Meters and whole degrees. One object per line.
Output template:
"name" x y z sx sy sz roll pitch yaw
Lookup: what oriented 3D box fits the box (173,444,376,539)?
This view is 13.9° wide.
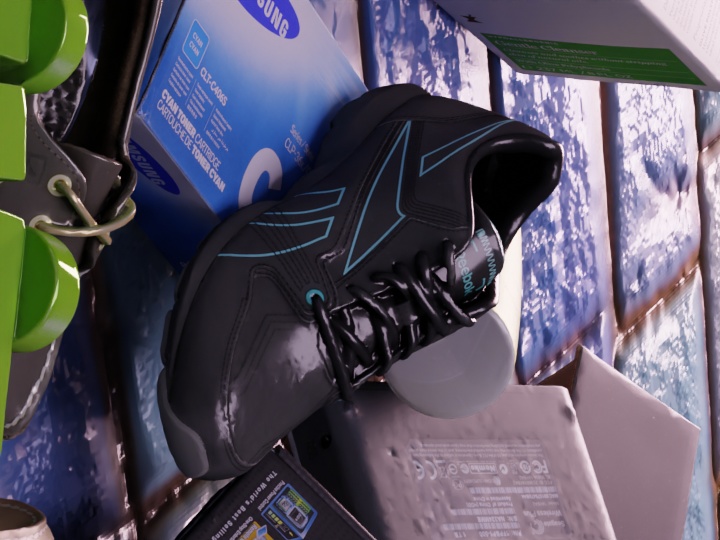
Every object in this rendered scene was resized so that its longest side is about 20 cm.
"box" -0.035 0.178 0.977 0.160 0.044 0.200 45 51 -1

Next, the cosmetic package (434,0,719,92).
"cosmetic package" 0.078 -0.147 1.198 0.200 0.108 0.085 30 71 -57

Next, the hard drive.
"hard drive" 0.054 0.140 1.119 0.140 0.033 0.200 4 61 -44

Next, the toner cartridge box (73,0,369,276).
"toner cartridge box" -0.040 -0.044 1.075 0.200 0.043 0.095 53 50 -52

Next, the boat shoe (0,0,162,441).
"boat shoe" -0.103 -0.040 0.943 0.072 0.060 0.202 17 82 -61

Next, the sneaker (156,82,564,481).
"sneaker" 0.000 0.000 1.033 0.200 0.079 0.075 -53 140 -39

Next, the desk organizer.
"desk organizer" 0.078 0.138 1.228 0.072 0.077 0.200 35 45 -21

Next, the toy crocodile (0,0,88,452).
"toy crocodile" -0.124 -0.036 0.880 0.068 0.062 0.200 16 74 -62

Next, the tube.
"tube" 0.044 0.000 1.174 0.052 0.058 0.200 54 15 -11

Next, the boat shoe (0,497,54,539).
"boat shoe" -0.157 0.072 0.866 0.200 0.072 0.065 4 93 -56
